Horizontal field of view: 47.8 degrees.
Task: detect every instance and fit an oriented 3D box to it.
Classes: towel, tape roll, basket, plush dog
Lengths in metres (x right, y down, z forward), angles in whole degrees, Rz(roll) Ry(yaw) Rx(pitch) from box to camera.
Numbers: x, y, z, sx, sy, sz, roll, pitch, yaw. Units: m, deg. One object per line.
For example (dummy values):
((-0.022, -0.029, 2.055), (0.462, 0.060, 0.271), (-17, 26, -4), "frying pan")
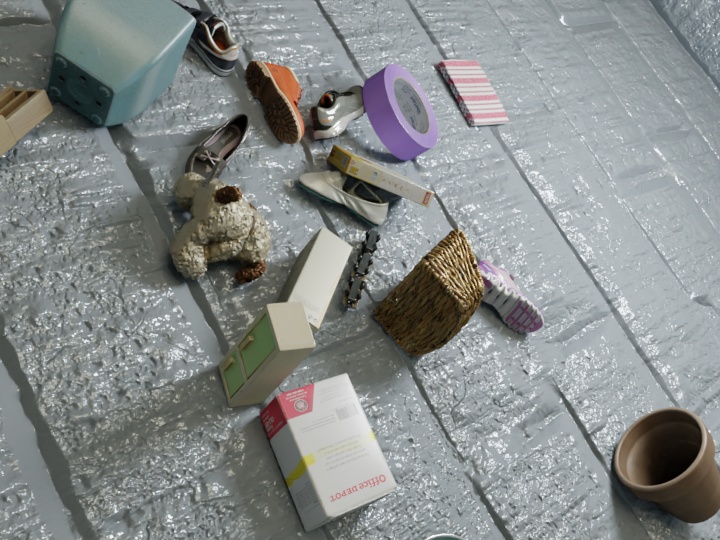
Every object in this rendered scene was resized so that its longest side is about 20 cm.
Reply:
((0.289, -0.454, 2.079), (0.144, 0.030, 0.203), (-11, 69, -40), "towel")
((0.090, -0.348, 1.791), (0.199, 0.065, 0.204), (34, 43, -39), "tape roll")
((0.145, 0.048, 1.501), (0.143, 0.200, 0.149), (46, 45, 4), "basket")
((-0.218, -0.076, 1.392), (0.171, 0.158, 0.204), (34, 41, -47), "plush dog")

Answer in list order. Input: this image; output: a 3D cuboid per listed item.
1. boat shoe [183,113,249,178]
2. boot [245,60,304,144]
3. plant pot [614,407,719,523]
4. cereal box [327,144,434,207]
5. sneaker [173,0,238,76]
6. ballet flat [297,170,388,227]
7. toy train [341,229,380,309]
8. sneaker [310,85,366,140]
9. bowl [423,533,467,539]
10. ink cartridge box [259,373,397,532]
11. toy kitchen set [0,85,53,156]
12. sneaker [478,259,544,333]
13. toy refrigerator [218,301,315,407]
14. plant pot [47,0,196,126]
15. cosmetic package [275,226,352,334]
((-0.265, -0.226, 1.506), (0.066, 0.057, 0.201), (36, 46, -8), "boat shoe")
((-0.148, -0.347, 1.666), (0.106, 0.075, 0.203), (-8, 64, -44), "boot")
((0.635, 0.407, 1.627), (0.175, 0.198, 0.202), (49, 42, -22), "plant pot")
((0.040, -0.192, 1.657), (0.197, 0.040, 0.144), (21, 10, -21), "cereal box")
((-0.321, -0.491, 1.640), (0.199, 0.080, 0.079), (42, 46, -1), "sneaker")
((-0.028, -0.158, 1.615), (0.197, 0.069, 0.070), (27, 47, -18), "ballet flat")
((0.000, 0.000, 1.544), (0.034, 0.046, 0.202), (23, 45, -4), "toy train")
((-0.043, -0.350, 1.720), (0.201, 0.073, 0.081), (-52, 132, -46), "sneaker")
((0.118, 0.514, 1.224), (0.197, 0.105, 0.204), (18, 50, -23), "bowl")
((-0.052, 0.284, 1.279), (0.143, 0.083, 0.203), (-10, 66, -38), "ink cartridge box")
((-0.622, -0.289, 1.239), (0.160, 0.203, 0.182), (6, 42, 22), "toy kitchen set")
((0.307, 0.047, 1.707), (0.199, 0.081, 0.089), (37, 38, -6), "sneaker")
((-0.149, 0.131, 1.238), (0.069, 0.200, 0.077), (-3, 61, -35), "toy refrigerator")
((-0.435, -0.372, 1.408), (0.194, 0.196, 0.202), (33, 57, -11), "plant pot")
((-0.092, 0.034, 1.415), (0.072, 0.104, 0.202), (33, 48, -11), "cosmetic package")
